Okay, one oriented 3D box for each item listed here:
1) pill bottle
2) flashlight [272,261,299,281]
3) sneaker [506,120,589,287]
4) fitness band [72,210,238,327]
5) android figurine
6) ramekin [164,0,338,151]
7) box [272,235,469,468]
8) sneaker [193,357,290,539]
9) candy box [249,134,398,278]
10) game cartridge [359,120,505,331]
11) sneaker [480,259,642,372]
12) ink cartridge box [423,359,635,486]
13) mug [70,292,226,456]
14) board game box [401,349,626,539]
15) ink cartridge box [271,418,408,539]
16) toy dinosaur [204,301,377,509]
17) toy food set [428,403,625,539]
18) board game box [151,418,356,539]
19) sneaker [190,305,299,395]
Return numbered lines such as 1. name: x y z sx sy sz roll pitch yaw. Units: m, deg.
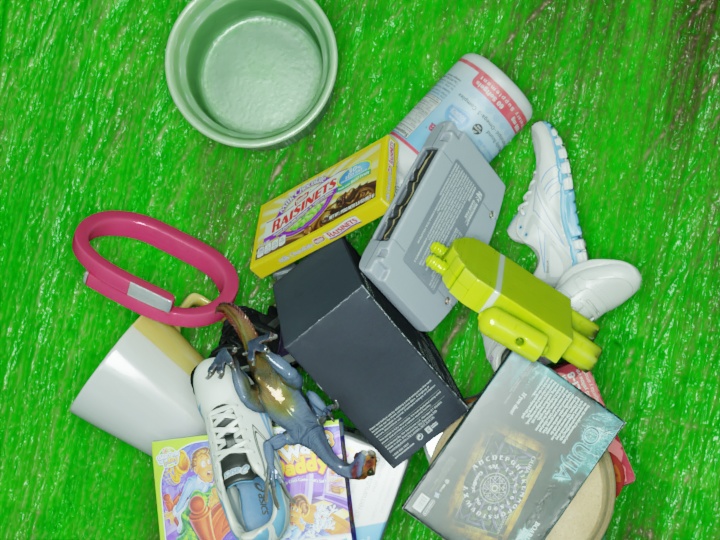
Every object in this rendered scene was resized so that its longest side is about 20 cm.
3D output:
1. pill bottle: 0.095 -0.145 1.352 0.109 0.109 0.200 43 90 6
2. flashlight: 0.000 0.000 1.372 0.199 0.068 0.068 -19 47 0
3. sneaker: 0.209 -0.073 1.359 0.086 0.075 0.201 -10 85 9
4. fitness band: -0.237 -0.003 1.353 0.200 0.144 0.038 27 120 6
5. android figurine: 0.156 0.030 1.207 0.200 0.182 0.041 31 111 -4
6. ramekin: -0.121 -0.235 1.378 0.199 0.098 0.201 0 86 4
7. box: 0.005 0.079 1.260 0.104 0.200 0.182 -38 108 5
8. sneaker: -0.120 0.178 1.171 0.072 0.072 0.201 -21 76 3
9. candy box: -0.042 -0.071 1.325 0.200 0.102 0.026 -26 128 32
10. game cartridge: 0.083 -0.043 1.263 0.133 0.040 0.200 45 63 -34
11. sneaker: 0.227 0.059 1.312 0.200 0.075 0.100 -29 40 25
12. ink cartridge box: 0.176 0.198 1.303 0.199 0.145 0.145 -22 85 1
13. mug: -0.214 0.131 1.341 0.153 0.149 0.187 38 96 -2
14. board game box: 0.152 0.193 1.169 0.135 0.028 0.200 35 88 5
15. ink cartridge box: -0.060 0.239 1.316 0.199 0.146 0.147 19 87 6
16. toy dinosaur: -0.056 0.131 1.165 0.105 0.200 0.181 -31 125 20
17. toy food set: 0.168 0.223 1.205 0.198 0.049 0.200 -31 84 1
18. board game box: -0.111 0.233 1.224 0.199 0.045 0.135 -8 83 4
19. sneaker: -0.140 0.087 1.315 0.076 0.200 0.088 -31 81 23
